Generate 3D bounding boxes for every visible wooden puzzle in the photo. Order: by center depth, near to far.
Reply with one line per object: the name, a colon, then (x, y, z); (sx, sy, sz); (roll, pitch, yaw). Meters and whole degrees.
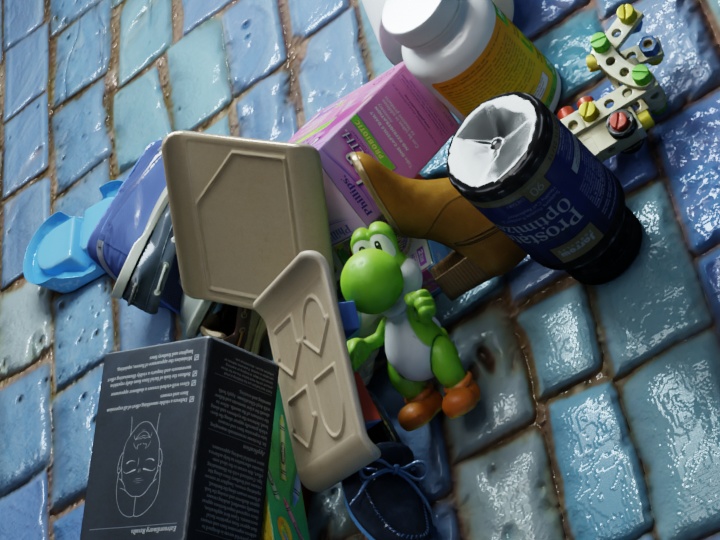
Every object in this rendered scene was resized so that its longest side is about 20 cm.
wooden puzzle: (-0.034, 0.098, 1.554); (0.185, 0.046, 0.202); (-43, 62, 63)
wooden puzzle: (-0.111, -0.049, 1.668); (0.199, 0.187, 0.037); (8, 23, 36)

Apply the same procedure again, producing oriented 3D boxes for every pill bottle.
pill bottle: (0.178, -0.070, 1.519); (0.111, 0.200, 0.113); (-25, 47, 30)
pill bottle: (0.113, -0.225, 1.694); (0.110, 0.200, 0.112); (-24, 48, 29)

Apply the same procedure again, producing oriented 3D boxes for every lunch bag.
lunch bag: (-0.224, -0.061, 1.951); (0.132, 0.136, 0.201); (21, 75, 49)

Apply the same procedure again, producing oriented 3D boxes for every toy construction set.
toy construction set: (0.223, -0.160, 1.625); (0.200, 0.092, 0.132); (-39, 55, 23)

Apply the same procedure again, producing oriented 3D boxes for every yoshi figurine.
yoshi figurine: (0.034, 0.055, 1.563); (0.112, 0.201, 0.112); (-26, 6, -12)

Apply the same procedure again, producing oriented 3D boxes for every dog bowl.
dog bowl: (-0.355, -0.039, 2.130); (0.199, 0.049, 0.112); (-27, 46, 29)

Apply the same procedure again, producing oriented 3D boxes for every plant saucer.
plant saucer: (-0.159, -0.019, 1.840); (0.201, 0.050, 0.200); (-61, 1, 3)

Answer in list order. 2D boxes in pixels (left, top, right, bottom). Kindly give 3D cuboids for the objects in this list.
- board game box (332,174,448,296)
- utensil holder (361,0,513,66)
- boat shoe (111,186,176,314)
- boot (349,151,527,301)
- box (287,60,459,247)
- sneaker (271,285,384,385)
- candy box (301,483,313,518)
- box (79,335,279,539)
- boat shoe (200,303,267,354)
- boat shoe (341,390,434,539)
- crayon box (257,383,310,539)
board game box: (0.000, 0.000, 1.765); (0.199, 0.040, 0.154); (-34, 43, 22)
utensil holder: (0.075, -0.341, 1.846); (0.169, 0.170, 0.201); (-36, 45, 19)
boat shoe: (-0.209, -0.045, 1.815); (0.201, 0.061, 0.075); (-66, 7, -27)
boot: (0.096, -0.078, 1.605); (0.144, 0.201, 0.071); (-37, 25, 7)
box: (-0.022, -0.109, 1.734); (0.175, 0.097, 0.200); (-25, 19, 48)
sneaker: (-0.010, 0.071, 1.679); (0.200, 0.081, 0.077); (-43, 17, 23)
candy box: (-0.135, 0.219, 1.725); (0.199, 0.056, 0.118); (-10, 58, 38)
box: (-0.174, 0.180, 1.570); (0.147, 0.107, 0.202); (-10, 65, 38)
boat shoe: (-0.147, 0.072, 1.801); (0.201, 0.071, 0.072); (-62, 32, 18)
boat shoe: (0.015, 0.191, 1.569); (0.200, 0.083, 0.069); (55, 133, 47)
crayon box: (-0.122, 0.215, 1.625); (0.118, 0.058, 0.202); (-30, 55, 29)
